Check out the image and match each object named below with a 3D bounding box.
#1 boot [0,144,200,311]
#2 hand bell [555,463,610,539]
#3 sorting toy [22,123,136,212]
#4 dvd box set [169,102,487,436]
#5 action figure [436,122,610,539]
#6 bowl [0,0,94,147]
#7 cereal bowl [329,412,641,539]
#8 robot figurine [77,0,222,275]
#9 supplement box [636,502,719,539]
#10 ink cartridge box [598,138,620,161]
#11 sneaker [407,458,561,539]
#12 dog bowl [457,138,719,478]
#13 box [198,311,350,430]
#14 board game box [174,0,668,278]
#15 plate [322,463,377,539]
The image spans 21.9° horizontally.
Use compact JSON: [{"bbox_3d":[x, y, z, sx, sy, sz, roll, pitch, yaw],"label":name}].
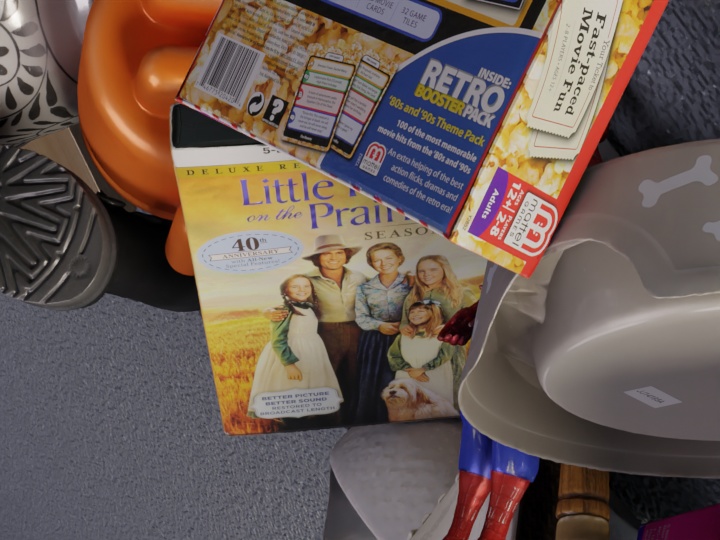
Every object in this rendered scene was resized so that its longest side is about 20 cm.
[{"bbox_3d":[-0.134,-0.008,0.960,0.164,0.066,0.200,30,179,33],"label":"boot"},{"bbox_3d":[0.091,0.089,0.741,0.103,0.201,0.104,5,159,2],"label":"hand bell"},{"bbox_3d":[-0.214,-0.142,1.178,0.198,0.069,0.201,16,135,54],"label":"sorting toy"},{"bbox_3d":[0.000,0.000,0.819,0.201,0.145,0.030,86,179,-50],"label":"dvd box set"},{"bbox_3d":[0.061,0.022,0.734,0.051,0.201,0.065,24,166,-10],"label":"action figure"},{"bbox_3d":[-0.153,-0.154,0.958,0.094,0.201,0.201,8,134,25],"label":"bowl"},{"bbox_3d":[0.083,0.130,0.931,0.200,0.083,0.200,44,-175,-5],"label":"cereal bowl"},{"bbox_3d":[-0.073,-0.088,0.865,0.144,0.116,0.200,55,166,1],"label":"robot figurine"},{"bbox_3d":[0.188,0.151,0.743,0.101,0.104,0.200,22,160,-14],"label":"supplement box"},{"bbox_3d":[0.093,-0.019,0.823,0.200,0.037,0.095,55,157,4],"label":"ink cartridge box"},{"bbox_3d":[0.044,0.116,0.805,0.084,0.201,0.073,5,153,36],"label":"sneaker"},{"bbox_3d":[0.131,0.017,0.635,0.200,0.199,0.059,122,152,-64],"label":"dog bowl"},{"bbox_3d":[-0.060,-0.013,1.062,0.200,0.048,0.159,26,143,59],"label":"box"},{"bbox_3d":[0.037,-0.118,0.613,0.046,0.201,0.151,23,-175,-46],"label":"board game box"},{"bbox_3d":[0.063,0.181,0.997,0.200,0.032,0.200,43,-175,-4],"label":"plate"}]
